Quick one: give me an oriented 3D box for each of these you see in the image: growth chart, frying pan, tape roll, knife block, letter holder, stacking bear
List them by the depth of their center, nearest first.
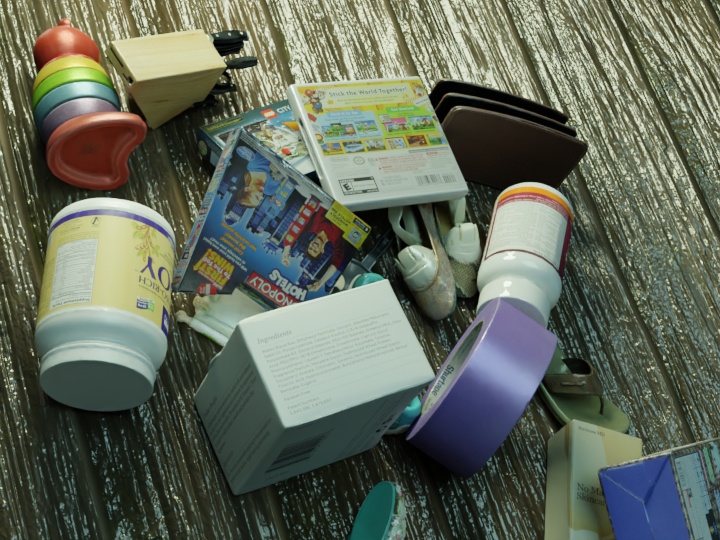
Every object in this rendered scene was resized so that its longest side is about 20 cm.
[{"bbox_3d":[0.140,0.137,1.627,0.085,0.200,0.201,34,53,-2],"label":"tape roll"},{"bbox_3d":[-0.110,0.024,1.678,0.144,0.018,0.201,35,62,2],"label":"growth chart"},{"bbox_3d":[-0.345,-0.214,1.688,0.113,0.122,0.201,0,51,-30],"label":"stacking bear"},{"bbox_3d":[-0.213,-0.261,1.733,0.175,0.200,0.064,-35,76,-5],"label":"knife block"},{"bbox_3d":[0.008,0.015,1.751,0.189,0.031,0.115,-25,75,-30],"label":"frying pan"},{"bbox_3d":[0.194,-0.194,1.884,0.198,0.142,0.101,14,56,-15],"label":"letter holder"}]

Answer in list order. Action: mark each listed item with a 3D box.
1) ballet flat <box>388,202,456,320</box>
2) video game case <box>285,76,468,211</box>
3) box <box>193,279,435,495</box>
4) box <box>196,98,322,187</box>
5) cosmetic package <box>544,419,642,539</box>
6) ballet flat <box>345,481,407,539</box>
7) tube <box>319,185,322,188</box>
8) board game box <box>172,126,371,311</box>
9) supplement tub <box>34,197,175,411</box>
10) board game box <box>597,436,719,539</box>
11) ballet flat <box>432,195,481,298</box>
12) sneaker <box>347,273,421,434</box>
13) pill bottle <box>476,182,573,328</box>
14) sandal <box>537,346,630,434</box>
[{"bbox_3d":[0.068,-0.030,1.772,0.067,0.068,0.202,23,43,-48],"label":"ballet flat"},{"bbox_3d":[0.022,-0.163,1.767,0.198,0.023,0.183,-8,65,-30],"label":"video game case"},{"bbox_3d":[-0.056,0.131,1.545,0.198,0.199,0.132,-15,68,-30],"label":"box"},{"bbox_3d":[-0.089,-0.157,1.771,0.199,0.038,0.137,-23,53,-36],"label":"box"},{"bbox_3d":[0.281,0.293,1.674,0.104,0.071,0.202,16,56,-15],"label":"cosmetic package"},{"bbox_3d":[0.013,0.334,1.547,0.064,0.075,0.201,45,52,-32],"label":"ballet flat"},{"bbox_3d":[-0.028,-0.103,1.794,0.199,0.052,0.059,-31,113,-37],"label":"tube"},{"bbox_3d":[-0.124,-0.027,1.634,0.199,0.062,0.201,38,80,-14],"label":"board game box"},{"bbox_3d":[-0.282,0.038,1.536,0.144,0.146,0.202,11,57,-17],"label":"supplement tub"},{"bbox_3d":[0.381,0.289,1.633,0.199,0.096,0.161,1,74,-54],"label":"board game box"},{"bbox_3d":[0.120,-0.066,1.817,0.067,0.075,0.202,-1,62,-25],"label":"ballet flat"},{"bbox_3d":[0.036,0.094,1.669,0.077,0.080,0.202,-4,70,-28],"label":"sneaker"},{"bbox_3d":[0.210,-0.009,1.790,0.109,0.110,0.201,24,49,-8],"label":"pill bottle"},{"bbox_3d":[0.262,0.136,1.762,0.080,0.057,0.201,-30,71,-40],"label":"sandal"}]
